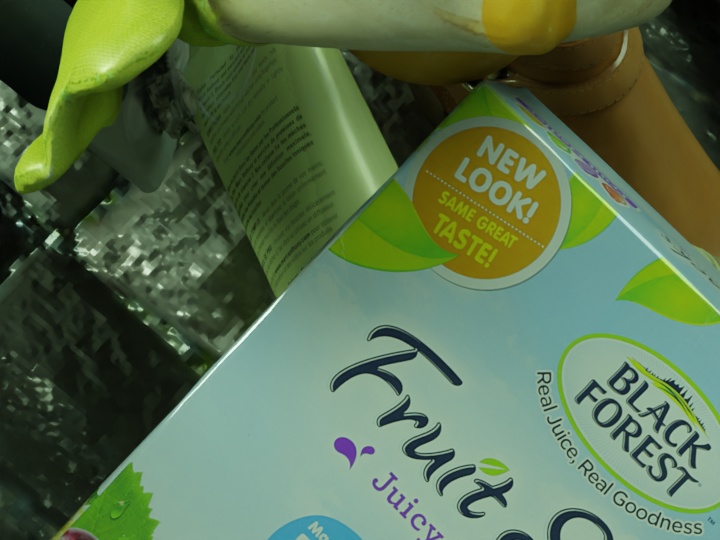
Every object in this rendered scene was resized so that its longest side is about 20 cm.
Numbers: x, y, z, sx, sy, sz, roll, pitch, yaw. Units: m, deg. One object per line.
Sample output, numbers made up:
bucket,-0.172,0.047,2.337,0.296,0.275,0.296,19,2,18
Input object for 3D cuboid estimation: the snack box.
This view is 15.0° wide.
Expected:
snack box,0.026,0.082,0.664,0.169,0.200,0.068,44,9,7

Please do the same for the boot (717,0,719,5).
boot,0.200,-0.108,1.010,0.168,0.077,0.201,19,33,-33

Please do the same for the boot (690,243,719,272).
boot,0.122,0.097,0.750,0.154,0.072,0.201,6,89,-27

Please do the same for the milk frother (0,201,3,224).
milk frother,-0.192,-0.029,0.615,0.180,0.200,0.188,35,45,2

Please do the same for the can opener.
can opener,-0.089,-0.068,0.743,0.066,0.200,0.053,7,80,13

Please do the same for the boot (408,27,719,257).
boot,0.073,-0.052,0.815,0.076,0.155,0.200,-30,67,-10

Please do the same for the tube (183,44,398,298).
tube,0.000,0.000,0.803,0.201,0.058,0.052,63,9,18

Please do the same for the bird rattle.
bird rattle,-0.002,-0.073,0.665,0.162,0.113,0.200,8,7,21
